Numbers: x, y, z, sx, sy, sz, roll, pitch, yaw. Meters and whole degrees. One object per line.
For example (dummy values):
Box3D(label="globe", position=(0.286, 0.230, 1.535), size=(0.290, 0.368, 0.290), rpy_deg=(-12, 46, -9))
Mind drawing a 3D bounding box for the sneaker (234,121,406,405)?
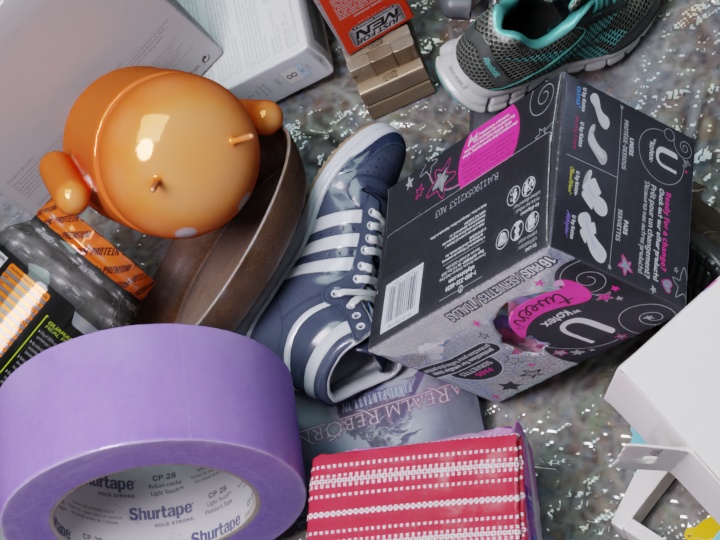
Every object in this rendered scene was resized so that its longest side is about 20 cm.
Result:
Box3D(label="sneaker", position=(0.000, 0.000, 1.490), size=(0.108, 0.070, 0.201), rpy_deg=(27, 80, 35))

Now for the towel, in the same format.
Box3D(label="towel", position=(0.035, 0.202, 1.324), size=(0.144, 0.022, 0.201), rpy_deg=(-7, 63, 17))

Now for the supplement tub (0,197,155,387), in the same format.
Box3D(label="supplement tub", position=(-0.243, 0.055, 1.527), size=(0.122, 0.123, 0.200), rpy_deg=(37, 85, 32))

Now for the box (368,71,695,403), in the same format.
Box3D(label="box", position=(0.110, -0.014, 1.398), size=(0.200, 0.114, 0.133), rpy_deg=(-33, 42, 51))

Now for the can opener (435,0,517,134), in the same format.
Box3D(label="can opener", position=(0.081, -0.151, 1.571), size=(0.066, 0.053, 0.201), rpy_deg=(5, 63, 0))

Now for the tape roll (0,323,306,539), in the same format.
Box3D(label="tape roll", position=(-0.137, 0.121, 1.418), size=(0.199, 0.200, 0.085), rpy_deg=(-15, 58, 11))

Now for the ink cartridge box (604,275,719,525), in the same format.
Box3D(label="ink cartridge box", position=(0.245, 0.066, 1.312), size=(0.200, 0.129, 0.125), rpy_deg=(-41, 79, -5))

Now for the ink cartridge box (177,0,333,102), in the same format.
Box3D(label="ink cartridge box", position=(-0.125, -0.183, 1.682), size=(0.199, 0.047, 0.161), rpy_deg=(-25, 57, 20))

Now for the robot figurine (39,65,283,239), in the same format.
Box3D(label="robot figurine", position=(-0.140, -0.081, 1.503), size=(0.200, 0.143, 0.117), rpy_deg=(18, 91, 67))

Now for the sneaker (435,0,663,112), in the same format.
Box3D(label="sneaker", position=(0.148, -0.180, 1.518), size=(0.200, 0.091, 0.078), rpy_deg=(-33, 79, -27))

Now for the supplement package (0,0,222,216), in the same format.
Box3D(label="supplement package", position=(-0.250, -0.175, 1.597), size=(0.191, 0.200, 0.147), rpy_deg=(-46, 54, 3))

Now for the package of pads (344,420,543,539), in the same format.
Box3D(label="package of pads", position=(0.058, 0.202, 1.371), size=(0.120, 0.076, 0.201), rpy_deg=(-11, 64, 13))

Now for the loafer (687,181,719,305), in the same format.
Box3D(label="loafer", position=(0.197, -0.034, 1.472), size=(0.071, 0.073, 0.200), rpy_deg=(-18, 46, -35))

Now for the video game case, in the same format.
Box3D(label="video game case", position=(0.006, 0.068, 1.505), size=(0.142, 0.019, 0.201), rpy_deg=(-18, 57, 10))

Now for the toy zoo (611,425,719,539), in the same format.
Box3D(label="toy zoo", position=(0.251, 0.147, 1.372), size=(0.200, 0.020, 0.131), rpy_deg=(33, 77, 31))

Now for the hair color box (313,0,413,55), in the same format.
Box3D(label="hair color box", position=(-0.035, -0.251, 1.520), size=(0.061, 0.200, 0.102), rpy_deg=(-30, 57, 1))

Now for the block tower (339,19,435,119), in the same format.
Box3D(label="block tower", position=(0.000, -0.215, 1.639), size=(0.058, 0.054, 0.201), rpy_deg=(-23, 58, 6))

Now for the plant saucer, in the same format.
Box3D(label="plant saucer", position=(-0.095, -0.008, 1.514), size=(0.200, 0.034, 0.201), rpy_deg=(-48, 20, 25))
